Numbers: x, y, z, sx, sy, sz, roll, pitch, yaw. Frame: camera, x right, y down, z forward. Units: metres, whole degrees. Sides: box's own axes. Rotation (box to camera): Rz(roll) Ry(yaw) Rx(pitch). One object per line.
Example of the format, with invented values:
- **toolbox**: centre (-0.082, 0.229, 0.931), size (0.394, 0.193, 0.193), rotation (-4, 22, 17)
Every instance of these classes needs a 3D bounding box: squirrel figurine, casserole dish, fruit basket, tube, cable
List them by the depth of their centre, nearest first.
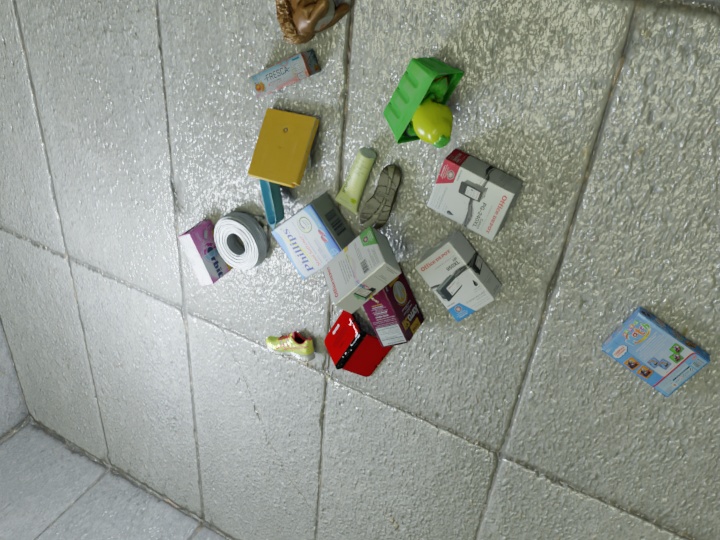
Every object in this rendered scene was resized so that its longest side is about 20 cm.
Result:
- **fruit basket**: centre (0.169, -0.380, 1.426), size (0.213, 0.154, 0.221), rotation (17, 117, 37)
- **squirrel figurine**: centre (-0.153, -0.677, 1.471), size (0.198, 0.141, 0.189), rotation (-31, 92, 36)
- **tube**: centre (-0.012, -0.252, 1.682), size (0.202, 0.051, 0.059), rotation (-63, 38, 43)
- **casserole dish**: centre (-0.270, -0.231, 1.810), size (0.121, 0.038, 0.205), rotation (-177, 75, -68)
- **cable**: centre (-0.399, -0.096, 1.989), size (0.196, 0.069, 0.204), rotation (15, 123, 23)

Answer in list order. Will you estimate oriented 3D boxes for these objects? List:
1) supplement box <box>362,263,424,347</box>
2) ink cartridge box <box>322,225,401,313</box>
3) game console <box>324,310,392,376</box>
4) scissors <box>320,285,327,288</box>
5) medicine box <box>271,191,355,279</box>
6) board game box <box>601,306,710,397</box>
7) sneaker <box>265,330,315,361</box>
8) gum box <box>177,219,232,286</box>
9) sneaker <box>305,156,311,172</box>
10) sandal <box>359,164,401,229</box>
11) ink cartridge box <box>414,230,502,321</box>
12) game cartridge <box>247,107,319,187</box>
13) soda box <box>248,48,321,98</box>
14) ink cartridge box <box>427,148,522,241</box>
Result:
- **supplement box**: centre (0.089, 0.104, 1.768), size (0.102, 0.131, 0.203), rotation (-15, 109, 36)
- **ink cartridge box**: centre (0.000, 0.000, 1.677), size (0.199, 0.147, 0.083), rotation (-40, 137, 20)
- **game console**: centre (-0.010, 0.239, 1.979), size (0.174, 0.117, 0.201), rotation (60, 136, 29)
- **scissors**: centre (-0.049, 0.034, 1.890), size (0.196, 0.014, 0.075), rotation (7, 122, 29)
- **medicine box**: centre (-0.139, -0.102, 1.807), size (0.198, 0.103, 0.184), rotation (-28, 100, 38)
- **board game box**: centre (0.737, 0.206, 1.496), size (0.198, 0.037, 0.153), rotation (36, 129, 8)
- **sneaker**: centre (-0.246, 0.250, 2.099), size (0.195, 0.078, 0.092), rotation (10, 113, 19)
- **gum box**: centre (-0.538, -0.064, 2.061), size (0.065, 0.114, 0.204), rotation (-9, 112, 33)
- **sneaker**: centre (-0.231, -0.329, 1.758), size (0.196, 0.075, 0.082), rotation (8, 129, 28)
- **sandal**: centre (0.061, -0.203, 1.666), size (0.080, 0.055, 0.203), rotation (25, 112, 9)
- **ink cartridge box**: centre (0.268, 0.016, 1.640), size (0.201, 0.084, 0.144), rotation (51, 129, -3)
- **game cartridge**: centre (-0.220, -0.348, 1.689), size (0.173, 0.032, 0.205), rotation (17, 90, 24)
- **soda box**: centre (-0.207, -0.535, 1.623), size (0.196, 0.068, 0.065), rotation (-10, 111, 34)
- **ink cartridge box**: centre (0.289, -0.192, 1.509), size (0.197, 0.083, 0.147), rotation (30, 128, 14)
